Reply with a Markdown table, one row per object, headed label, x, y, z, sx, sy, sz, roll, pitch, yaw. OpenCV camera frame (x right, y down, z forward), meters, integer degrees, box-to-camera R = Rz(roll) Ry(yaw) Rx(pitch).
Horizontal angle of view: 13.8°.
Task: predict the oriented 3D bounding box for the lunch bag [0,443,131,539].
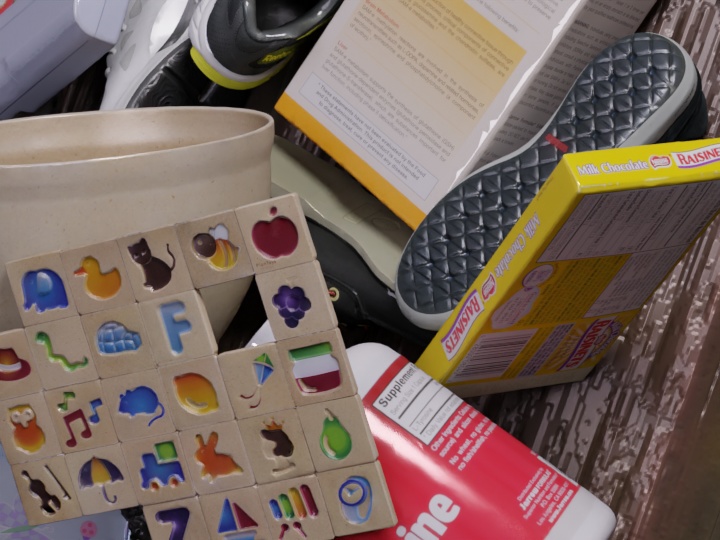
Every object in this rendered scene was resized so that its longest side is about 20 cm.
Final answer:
| label | x | y | z | sx | sy | sz | roll | pitch | yaw |
| --- | --- | --- | --- | --- | --- | --- | --- | --- | --- |
| lunch bag | -0.219 | 0.178 | 1.639 | 0.200 | 0.127 | 0.170 | 4 | 80 | 20 |

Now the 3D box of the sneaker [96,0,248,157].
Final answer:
| label | x | y | z | sx | sy | sz | roll | pitch | yaw |
| --- | --- | --- | --- | --- | --- | --- | --- | --- | --- |
| sneaker | -0.118 | -0.137 | 1.714 | 0.115 | 0.076 | 0.201 | 26 | 81 | 38 |

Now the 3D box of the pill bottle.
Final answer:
| label | x | y | z | sx | sy | sz | roll | pitch | yaw |
| --- | --- | --- | --- | --- | --- | --- | --- | --- | --- |
| pill bottle | 0.017 | 0.109 | 1.484 | 0.200 | 0.112 | 0.112 | 35 | 93 | 5 |

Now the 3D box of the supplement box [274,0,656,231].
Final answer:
| label | x | y | z | sx | sy | sz | roll | pitch | yaw |
| --- | --- | --- | --- | --- | --- | --- | --- | --- | --- |
| supplement box | 0.064 | -0.128 | 1.597 | 0.126 | 0.073 | 0.200 | 42 | 105 | 29 |

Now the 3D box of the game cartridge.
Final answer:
| label | x | y | z | sx | sy | sz | roll | pitch | yaw |
| --- | --- | --- | --- | --- | --- | --- | --- | --- | --- |
| game cartridge | -0.166 | -0.198 | 1.713 | 0.133 | 0.041 | 0.200 | -29 | 47 | 44 |

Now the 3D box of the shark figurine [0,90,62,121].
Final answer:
| label | x | y | z | sx | sy | sz | roll | pitch | yaw |
| --- | --- | --- | --- | --- | --- | --- | --- | --- | --- |
| shark figurine | -0.206 | -0.008 | 1.705 | 0.128 | 0.089 | 0.215 | -29 | 63 | 18 |

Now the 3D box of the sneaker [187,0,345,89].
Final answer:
| label | x | y | z | sx | sy | sz | roll | pitch | yaw |
| --- | --- | --- | --- | --- | --- | --- | --- | --- | --- |
| sneaker | -0.013 | -0.183 | 1.633 | 0.074 | 0.085 | 0.200 | 36 | 76 | -13 |

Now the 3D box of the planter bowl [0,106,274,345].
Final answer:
| label | x | y | z | sx | sy | sz | roll | pitch | yaw |
| --- | --- | --- | --- | --- | --- | --- | --- | --- | --- |
| planter bowl | -0.140 | -0.006 | 1.557 | 0.200 | 0.200 | 0.135 | 1 | 101 | 27 |

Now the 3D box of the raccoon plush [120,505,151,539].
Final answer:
| label | x | y | z | sx | sy | sz | roll | pitch | yaw |
| --- | --- | --- | --- | --- | --- | --- | --- | --- | --- |
| raccoon plush | -0.048 | 0.139 | 1.538 | 0.134 | 0.200 | 0.097 | -21 | 41 | 21 |

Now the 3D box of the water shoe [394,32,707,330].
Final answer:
| label | x | y | z | sx | sy | sz | roll | pitch | yaw |
| --- | --- | --- | --- | --- | --- | --- | --- | --- | --- |
| water shoe | 0.107 | -0.033 | 1.551 | 0.200 | 0.079 | 0.072 | -43 | 56 | 0 |

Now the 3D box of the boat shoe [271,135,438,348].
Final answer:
| label | x | y | z | sx | sy | sz | roll | pitch | yaw |
| --- | --- | --- | --- | --- | --- | --- | --- | --- | --- |
| boat shoe | 0.002 | -0.001 | 1.613 | 0.201 | 0.074 | 0.063 | 33 | 118 | 23 |

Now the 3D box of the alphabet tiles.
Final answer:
| label | x | y | z | sx | sy | sz | roll | pitch | yaw |
| --- | --- | --- | --- | --- | --- | --- | --- | --- | --- |
| alphabet tiles | -0.093 | 0.062 | 1.449 | 0.200 | 0.008 | 0.167 | -12 | 100 | 27 |

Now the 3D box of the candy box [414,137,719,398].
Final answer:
| label | x | y | z | sx | sy | sz | roll | pitch | yaw |
| --- | --- | --- | --- | --- | --- | --- | --- | --- | --- |
| candy box | 0.106 | 0.002 | 1.477 | 0.026 | 0.102 | 0.200 | 66 | 147 | 24 |
